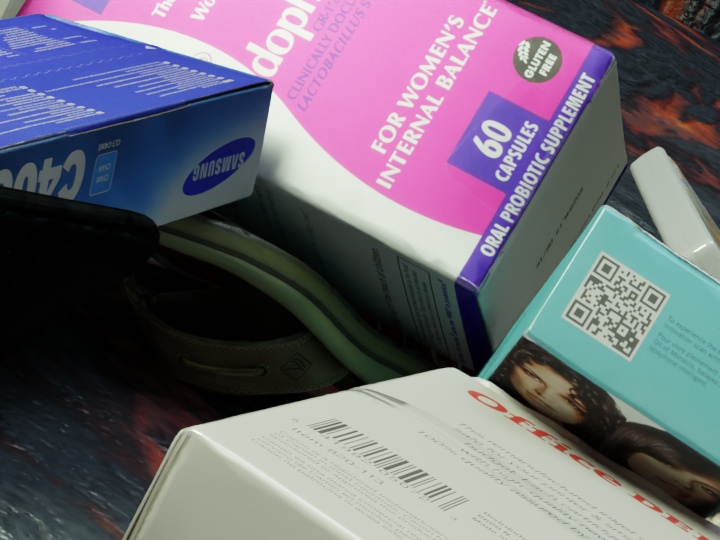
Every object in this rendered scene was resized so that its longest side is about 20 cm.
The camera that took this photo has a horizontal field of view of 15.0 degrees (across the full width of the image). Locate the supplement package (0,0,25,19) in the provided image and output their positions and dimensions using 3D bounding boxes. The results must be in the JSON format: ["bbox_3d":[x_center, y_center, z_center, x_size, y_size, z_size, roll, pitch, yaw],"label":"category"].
[{"bbox_3d":[-0.152,-0.140,1.225,0.109,0.114,0.200,17,18,-38],"label":"supplement package"}]

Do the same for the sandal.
[{"bbox_3d":[-0.039,0.022,0.973,0.201,0.057,0.080,38,-5,-33],"label":"sandal"}]

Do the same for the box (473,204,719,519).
[{"bbox_3d":[0.077,0.050,0.885,0.082,0.049,0.200,34,-19,2],"label":"box"}]

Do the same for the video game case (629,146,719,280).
[{"bbox_3d":[0.191,0.039,1.278,0.182,0.023,0.200,55,7,-12],"label":"video game case"}]

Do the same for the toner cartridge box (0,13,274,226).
[{"bbox_3d":[-0.114,-0.040,0.849,0.094,0.043,0.200,19,17,21],"label":"toner cartridge box"}]

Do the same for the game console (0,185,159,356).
[{"bbox_3d":[-0.183,-0.015,0.661,0.176,0.117,0.200,37,15,33],"label":"game console"}]

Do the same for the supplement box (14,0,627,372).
[{"bbox_3d":[-0.015,-0.060,0.990,0.199,0.102,0.103,27,-15,16],"label":"supplement box"}]

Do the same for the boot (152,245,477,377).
[{"bbox_3d":[0.000,0.000,1.064,0.199,0.073,0.144,25,5,-29],"label":"boot"}]

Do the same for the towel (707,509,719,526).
[{"bbox_3d":[0.201,0.061,1.034,0.133,0.199,0.035,109,-38,-87],"label":"towel"}]

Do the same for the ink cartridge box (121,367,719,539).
[{"bbox_3d":[0.032,0.102,0.733,0.146,0.083,0.200,32,13,17],"label":"ink cartridge box"}]
